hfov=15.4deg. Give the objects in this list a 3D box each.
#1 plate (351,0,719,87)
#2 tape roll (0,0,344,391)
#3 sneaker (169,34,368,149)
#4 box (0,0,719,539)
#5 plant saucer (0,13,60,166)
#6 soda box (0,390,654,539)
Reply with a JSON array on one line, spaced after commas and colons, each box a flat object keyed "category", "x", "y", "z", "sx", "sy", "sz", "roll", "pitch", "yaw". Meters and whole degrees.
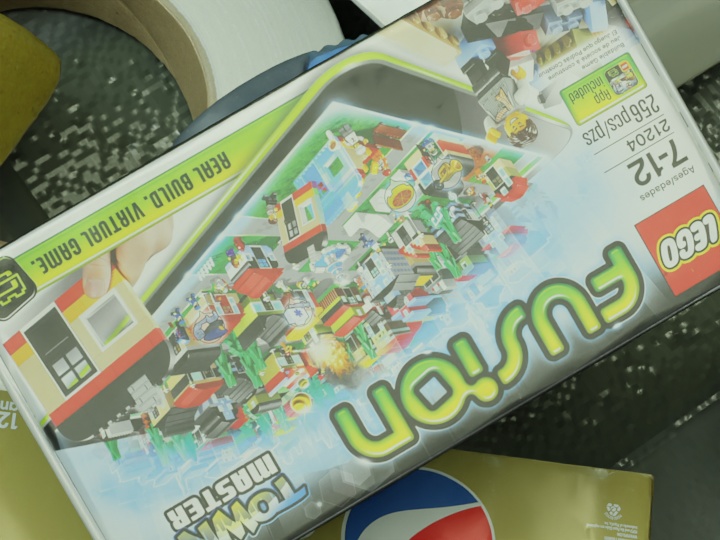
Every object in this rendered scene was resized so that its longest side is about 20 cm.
[{"category": "plate", "x": 0.034, "y": -0.132, "z": 0.846, "sx": 0.200, "sy": 0.032, "sz": 0.200, "roll": 44, "pitch": 33, "yaw": 9}, {"category": "tape roll", "x": -0.101, "y": -0.046, "z": 0.841, "sx": 0.202, "sy": 0.037, "sz": 0.204, "roll": 4, "pitch": 67, "yaw": -9}, {"category": "sneaker", "x": 0.034, "y": -0.024, "z": 0.806, "sx": 0.200, "sy": 0.066, "sz": 0.079, "roll": -4, "pitch": 58, "yaw": -41}, {"category": "box", "x": 0.000, "y": 0.000, "z": 0.730, "sx": 0.200, "sy": 0.035, "sz": 0.110, "roll": -31, "pitch": 91, "yaw": -7}, {"category": "plant saucer", "x": -0.214, "y": -0.049, "z": 0.751, "sx": 0.200, "sy": 0.048, "sz": 0.200, "roll": 28, "pitch": 58, "yaw": 6}, {"category": "soda box", "x": -0.018, "y": 0.087, "z": 0.783, "sx": 0.199, "sy": 0.068, "sz": 0.064, "roll": 8, "pitch": 66, "yaw": -6}]
